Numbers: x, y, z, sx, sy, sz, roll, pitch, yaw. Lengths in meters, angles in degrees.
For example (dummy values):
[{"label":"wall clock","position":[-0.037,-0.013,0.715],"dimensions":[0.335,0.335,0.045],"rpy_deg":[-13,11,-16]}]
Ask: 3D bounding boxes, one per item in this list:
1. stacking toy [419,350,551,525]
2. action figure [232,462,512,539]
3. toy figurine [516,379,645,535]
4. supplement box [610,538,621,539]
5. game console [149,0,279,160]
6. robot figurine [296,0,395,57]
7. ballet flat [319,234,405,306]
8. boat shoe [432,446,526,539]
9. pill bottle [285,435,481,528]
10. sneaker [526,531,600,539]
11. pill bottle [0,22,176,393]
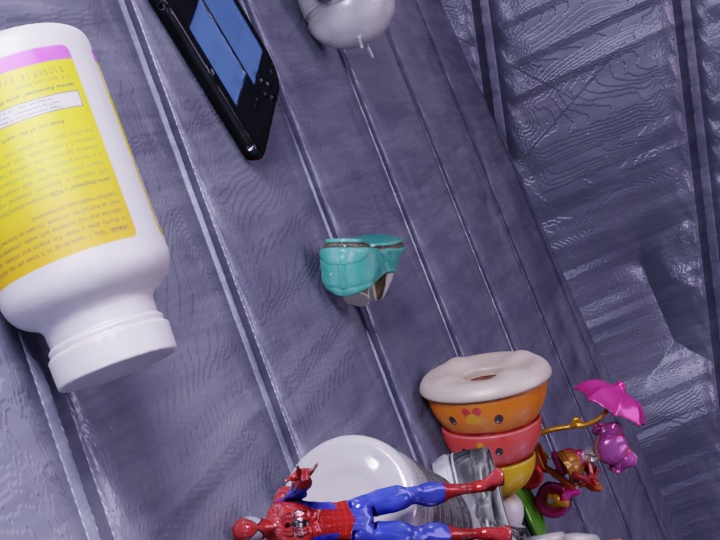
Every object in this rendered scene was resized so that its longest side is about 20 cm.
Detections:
[{"label":"stacking toy","position":[0.151,0.197,1.831],"dimensions":[0.146,0.146,0.201],"rpy_deg":[-53,134,-74]},{"label":"action figure","position":[0.012,0.169,1.157],"dimensions":[0.099,0.199,0.065],"rpy_deg":[127,-42,-70]},{"label":"toy figurine","position":[0.269,0.219,2.069],"dimensions":[0.200,0.184,0.150],"rpy_deg":[66,14,-4]},{"label":"supplement box","position":[0.261,0.410,1.854],"dimensions":[0.200,0.073,0.126],"rpy_deg":[-60,134,-60]},{"label":"game console","position":[-0.136,-0.222,1.583],"dimensions":[0.200,0.031,0.177],"rpy_deg":[59,15,-28]},{"label":"robot figurine","position":[-0.028,-0.356,2.035],"dimensions":[0.170,0.113,0.201],"rpy_deg":[-6,73,-67]},{"label":"ballet flat","position":[0.000,0.000,1.694],"dimensions":[0.200,0.067,0.071],"rpy_deg":[-11,102,-76]},{"label":"boat shoe","position":[0.135,0.275,1.703],"dimensions":[0.201,0.071,0.072],"rpy_deg":[70,14,12]},{"label":"pill bottle","position":[0.025,0.204,1.317],"dimensions":[0.200,0.113,0.113],"rpy_deg":[39,31,-62]},{"label":"sneaker","position":[0.242,0.362,2.001],"dimensions":[0.200,0.075,0.089],"rpy_deg":[18,61,-63]},{"label":"pill bottle","position":[-0.176,-0.035,0.971],"dimensions":[0.201,0.104,0.104],"rpy_deg":[68,14,7]}]
